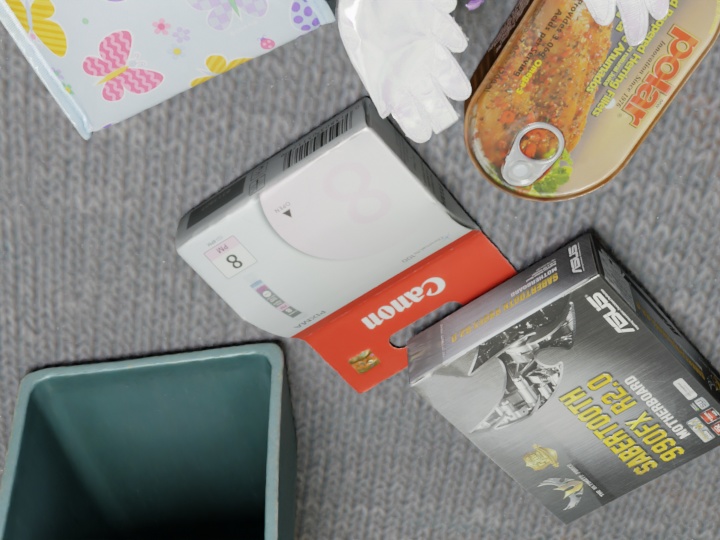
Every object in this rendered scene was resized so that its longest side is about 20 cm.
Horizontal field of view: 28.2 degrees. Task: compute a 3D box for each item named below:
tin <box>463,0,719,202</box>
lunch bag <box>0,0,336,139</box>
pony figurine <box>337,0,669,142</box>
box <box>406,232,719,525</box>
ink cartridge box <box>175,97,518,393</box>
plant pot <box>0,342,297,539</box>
[{"bbox_3d":[0.140,-0.129,0.877,0.112,0.042,0.200,25,123,-12],"label":"tin"},{"bbox_3d":[-0.129,-0.198,0.776,0.169,0.127,0.200,-22,117,14],"label":"lunch bag"},{"bbox_3d":[0.043,-0.188,0.732,0.166,0.200,0.193,-29,121,20],"label":"pony figurine"},{"bbox_3d":[0.154,0.083,1.018,0.158,0.048,0.200,-32,124,22],"label":"box"},{"bbox_3d":[0.000,0.000,0.969,0.162,0.057,0.200,-31,116,21],"label":"ink cartridge box"},{"bbox_3d":[-0.135,0.198,1.038,0.196,0.196,0.200,-7,137,6],"label":"plant pot"}]
